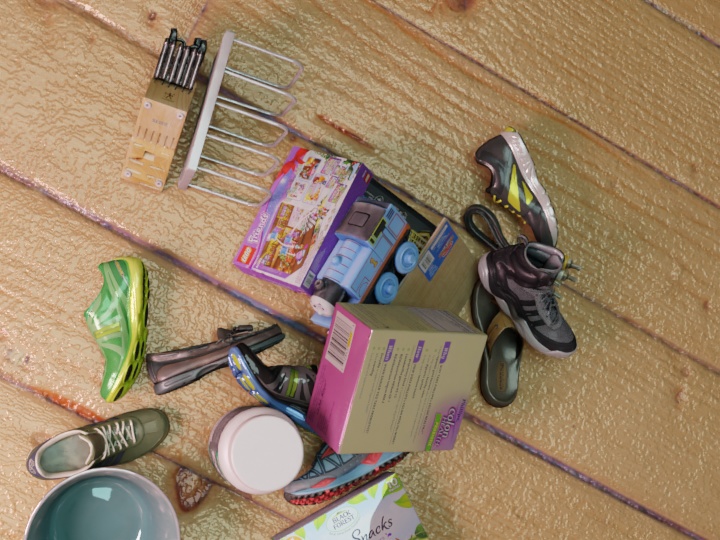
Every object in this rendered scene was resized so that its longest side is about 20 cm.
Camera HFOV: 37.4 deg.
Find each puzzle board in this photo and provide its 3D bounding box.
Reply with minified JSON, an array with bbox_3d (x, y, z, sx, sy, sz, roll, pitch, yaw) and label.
[{"bbox_3d":[0.099,0.042,1.564,0.201,0.017,0.151,-56,138,-14],"label":"puzzle board"}]

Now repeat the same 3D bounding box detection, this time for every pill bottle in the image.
[{"bbox_3d":[-0.140,0.239,1.427,0.112,0.200,0.115,2,83,-13],"label":"pill bottle"}]

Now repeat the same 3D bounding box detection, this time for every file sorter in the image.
[{"bbox_3d":[-0.168,-0.206,1.504,0.123,0.139,0.202,16,80,-13],"label":"file sorter"}]

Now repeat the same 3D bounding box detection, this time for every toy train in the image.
[{"bbox_3d":[0.000,0.000,1.476,0.114,0.086,0.201,46,69,-41],"label":"toy train"}]

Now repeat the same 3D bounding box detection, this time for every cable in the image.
[{"bbox_3d":[0.238,-0.023,1.638,0.199,0.098,0.050,37,38,11],"label":"cable"}]

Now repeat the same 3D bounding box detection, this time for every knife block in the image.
[{"bbox_3d":[-0.277,-0.238,1.528,0.063,0.176,0.201,18,124,-10],"label":"knife block"}]

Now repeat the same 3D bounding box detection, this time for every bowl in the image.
[{"bbox_3d":[-0.342,0.346,1.403,0.198,0.105,0.203,-2,96,-16],"label":"bowl"}]

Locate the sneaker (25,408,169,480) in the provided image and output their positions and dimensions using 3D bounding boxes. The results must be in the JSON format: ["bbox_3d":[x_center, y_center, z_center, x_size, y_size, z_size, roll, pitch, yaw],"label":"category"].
[{"bbox_3d":[-0.350,0.237,1.431,0.198,0.090,0.068,-16,87,-16],"label":"sneaker"}]

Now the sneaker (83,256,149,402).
[{"bbox_3d":[-0.339,0.081,1.470,0.083,0.074,0.202,3,80,4],"label":"sneaker"}]

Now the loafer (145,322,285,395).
[{"bbox_3d":[-0.205,0.109,1.496,0.198,0.072,0.063,-23,84,-14],"label":"loafer"}]

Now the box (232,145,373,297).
[{"bbox_3d":[-0.082,-0.073,1.518,0.039,0.136,0.201,42,71,-51],"label":"box"}]

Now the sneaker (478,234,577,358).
[{"bbox_3d":[0.269,0.037,1.564,0.200,0.114,0.075,48,48,-3],"label":"sneaker"}]

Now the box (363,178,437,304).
[{"bbox_3d":[0.021,-0.034,1.579,0.199,0.046,0.160,37,76,-8],"label":"box"}]

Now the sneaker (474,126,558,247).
[{"bbox_3d":[0.240,-0.117,1.642,0.084,0.074,0.202,-24,91,5],"label":"sneaker"}]

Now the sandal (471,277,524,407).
[{"bbox_3d":[0.212,0.105,1.607,0.081,0.055,0.203,3,82,-16],"label":"sandal"}]

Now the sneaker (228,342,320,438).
[{"bbox_3d":[-0.100,0.157,1.473,0.199,0.071,0.083,36,75,-20],"label":"sneaker"}]

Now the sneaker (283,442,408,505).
[{"bbox_3d":[-0.029,0.266,1.530,0.198,0.079,0.096,-23,71,-19],"label":"sneaker"}]

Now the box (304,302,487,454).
[{"bbox_3d":[0.048,0.145,1.441,0.198,0.097,0.178,5,108,-34],"label":"box"}]

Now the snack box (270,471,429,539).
[{"bbox_3d":[-0.008,0.397,1.519,0.199,0.053,0.143,-27,89,-16],"label":"snack box"}]
